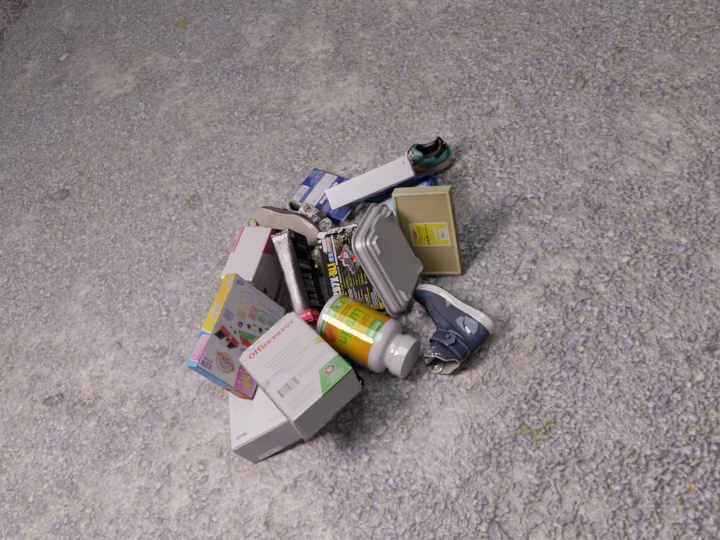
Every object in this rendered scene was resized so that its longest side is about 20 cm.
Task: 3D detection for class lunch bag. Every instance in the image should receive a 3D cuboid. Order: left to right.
[{"bbox_3d":[0.102,-0.135,1.604,0.167,0.129,0.202,-20,33,17],"label":"lunch bag"}]

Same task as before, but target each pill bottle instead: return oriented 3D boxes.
[{"bbox_3d":[0.017,0.136,1.419,0.197,0.112,0.112,25,66,23],"label":"pill bottle"}]

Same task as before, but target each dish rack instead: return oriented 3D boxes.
[{"bbox_3d":[0.064,-0.026,1.422,0.043,0.202,0.173,-16,28,33],"label":"dish rack"}]

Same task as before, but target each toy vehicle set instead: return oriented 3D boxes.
[{"bbox_3d":[0.143,-0.081,1.481,0.122,0.203,0.027,1,35,22],"label":"toy vehicle set"}]

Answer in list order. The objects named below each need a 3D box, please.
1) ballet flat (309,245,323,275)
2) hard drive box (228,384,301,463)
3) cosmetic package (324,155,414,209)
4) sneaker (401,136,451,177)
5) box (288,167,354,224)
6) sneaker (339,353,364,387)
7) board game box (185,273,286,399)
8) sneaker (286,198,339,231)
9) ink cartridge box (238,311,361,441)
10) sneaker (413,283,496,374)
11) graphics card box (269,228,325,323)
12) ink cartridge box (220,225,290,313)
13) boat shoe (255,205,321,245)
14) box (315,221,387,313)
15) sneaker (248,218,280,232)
[{"bbox_3d":[-0.113,-0.030,1.653,0.196,0.075,0.075,-1,53,26],"label":"ballet flat"},{"bbox_3d":[-0.189,0.261,1.438,0.154,0.077,0.203,-29,46,18],"label":"hard drive box"},{"bbox_3d":[0.028,-0.197,1.598,0.197,0.151,0.053,-22,91,9],"label":"cosmetic package"},{"bbox_3d":[0.121,-0.260,1.701,0.197,0.080,0.072,-27,50,5],"label":"sneaker"},{"bbox_3d":[-0.077,-0.187,1.785,0.198,0.033,0.122,22,67,38],"label":"box"},{"bbox_3d":[-0.061,0.201,1.456,0.200,0.079,0.073,39,114,57],"label":"sneaker"},{"bbox_3d":[-0.245,0.132,1.407,0.040,0.153,0.203,-4,56,43],"label":"board game box"},{"bbox_3d":[-0.115,-0.115,1.711,0.198,0.089,0.074,28,68,37],"label":"sneaker"},{"bbox_3d":[-0.116,0.195,1.330,0.145,0.088,0.199,-40,51,-15],"label":"ink cartridge box"},{"bbox_3d":[0.150,0.118,1.408,0.201,0.077,0.147,29,71,41],"label":"sneaker"},{"bbox_3d":[-0.131,0.017,1.531,0.050,0.125,0.204,-18,82,13],"label":"graphics card box"},{"bbox_3d":[-0.216,0.020,1.575,0.083,0.201,0.148,4,55,21],"label":"ink cartridge box"},{"bbox_3d":[-0.161,-0.117,1.681,0.197,0.068,0.057,21,34,28],"label":"boat shoe"},{"bbox_3d":[0.000,0.000,1.512,0.157,0.049,0.205,-12,90,18],"label":"box"},{"bbox_3d":[-0.221,-0.088,1.734,0.089,0.071,0.201,-25,32,0],"label":"sneaker"}]
